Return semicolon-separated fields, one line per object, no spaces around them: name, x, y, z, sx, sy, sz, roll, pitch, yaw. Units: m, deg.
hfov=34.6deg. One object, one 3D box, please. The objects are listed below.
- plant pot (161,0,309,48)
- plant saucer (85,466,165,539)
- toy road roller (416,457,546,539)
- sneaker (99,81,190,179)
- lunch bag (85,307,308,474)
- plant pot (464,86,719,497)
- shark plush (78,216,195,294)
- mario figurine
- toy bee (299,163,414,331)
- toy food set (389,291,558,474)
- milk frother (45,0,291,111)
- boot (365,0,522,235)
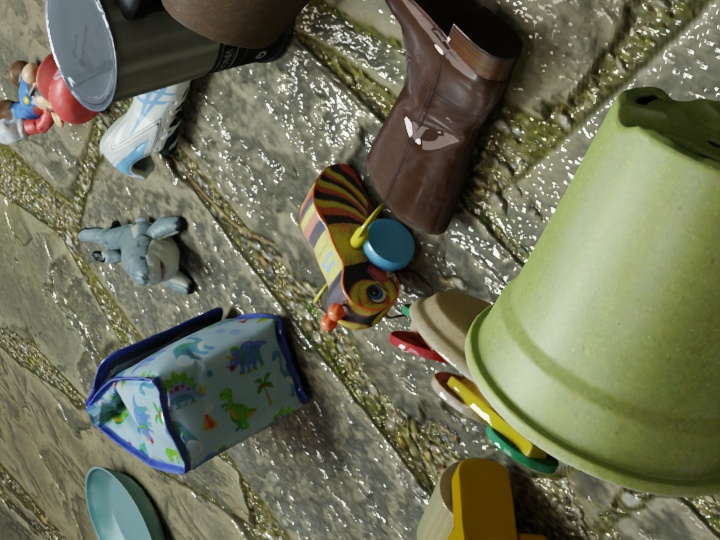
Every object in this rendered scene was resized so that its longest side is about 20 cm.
plant pot;-0.072;-0.272;0.826;0.187;0.185;0.202;43;125;28
plant saucer;-0.333;0.371;1.673;0.199;0.036;0.203;29;130;41
toy road roller;0.132;0.270;0.980;0.202;0.143;0.124;-94;16;-45
sneaker;-0.208;-0.168;1.205;0.072;0.072;0.200;33;138;-13
lunch bag;-0.183;0.122;1.231;0.199;0.169;0.129;-6;104;55
plant pot;0.185;0.000;0.701;0.200;0.199;0.187;38;124;33
shark plush;-0.272;-0.032;1.333;0.199;0.083;0.092;32;132;38
mario figurine;-0.382;-0.221;1.357;0.199;0.105;0.126;2;109;53
toy bee;0.000;0.000;0.985;0.199;0.108;0.132;40;135;32
toy food set;0.112;0.076;0.822;0.200;0.196;0.049;41;107;41
milk frother;-0.181;-0.269;1.001;0.200;0.187;0.182;49;140;23
boot;0.031;-0.147;0.912;0.187;0.064;0.201;51;146;24
